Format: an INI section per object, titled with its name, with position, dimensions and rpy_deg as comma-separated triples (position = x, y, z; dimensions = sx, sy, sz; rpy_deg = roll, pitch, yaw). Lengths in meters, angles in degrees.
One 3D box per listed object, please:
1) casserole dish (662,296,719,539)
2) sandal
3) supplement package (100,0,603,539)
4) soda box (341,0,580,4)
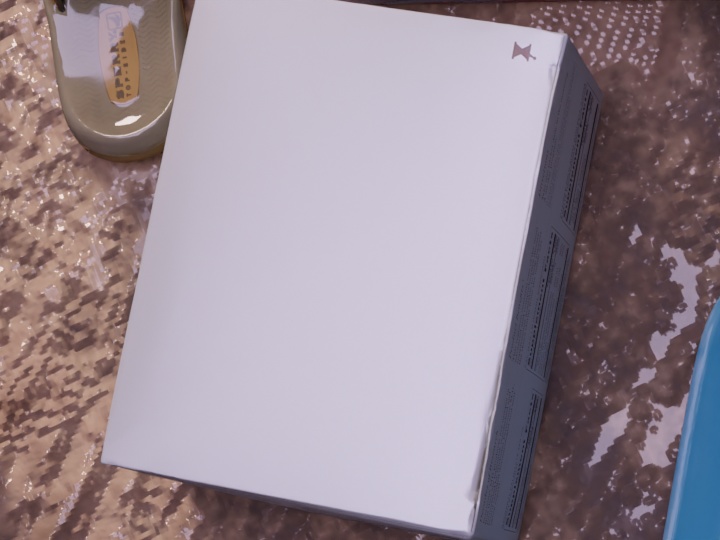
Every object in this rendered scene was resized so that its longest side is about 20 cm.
[casserole dish]
position = 0.174, 0.090, 0.948
dimensions = 0.121, 0.039, 0.201
rpy_deg = -1, 76, 58
[sandal]
position = -0.119, -0.148, 1.071
dimensions = 0.080, 0.054, 0.201
rpy_deg = -13, 79, 11
[supplement package]
position = 0.000, 0.000, 0.992
dimensions = 0.155, 0.111, 0.201
rpy_deg = 10, 83, 14
[soda box]
position = 0.072, -0.153, 1.023
dimensions = 0.199, 0.064, 0.069
rpy_deg = 0, 82, 12
